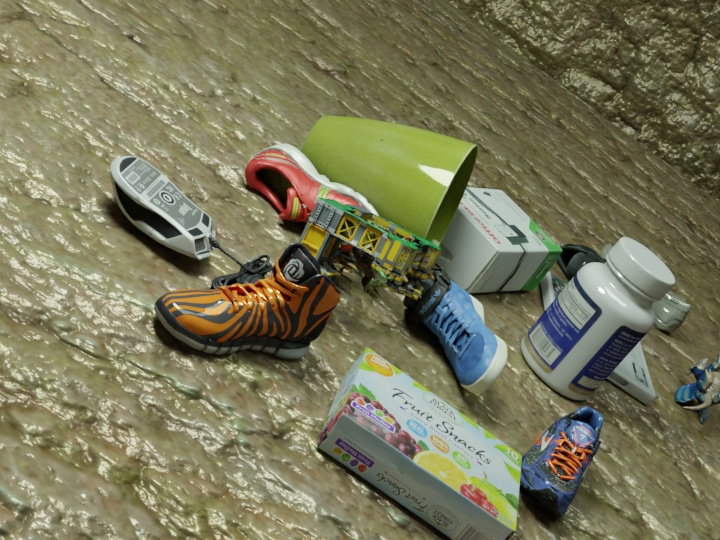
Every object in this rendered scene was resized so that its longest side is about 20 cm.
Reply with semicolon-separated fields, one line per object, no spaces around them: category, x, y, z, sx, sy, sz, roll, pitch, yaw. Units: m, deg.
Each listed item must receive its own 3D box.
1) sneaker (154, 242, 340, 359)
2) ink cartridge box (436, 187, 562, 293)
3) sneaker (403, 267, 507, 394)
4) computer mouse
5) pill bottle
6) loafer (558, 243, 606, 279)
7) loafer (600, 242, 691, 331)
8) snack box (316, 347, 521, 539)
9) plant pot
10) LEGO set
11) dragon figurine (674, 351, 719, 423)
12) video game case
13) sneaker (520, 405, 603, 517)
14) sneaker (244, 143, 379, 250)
sneaker;-0.101;0.020;1.134;0.199;0.112;0.078;8;36;-49
ink cartridge box;0.178;-0.045;1.683;0.147;0.083;0.199;48;26;24
sneaker;0.103;0.063;1.382;0.111;0.077;0.200;35;19;-19
computer mouse;-0.186;-0.040;1.219;0.200;0.044;0.110;41;28;-5
pill bottle;0.313;0.061;1.532;0.119;0.200;0.120;30;24;-15
loafer;0.361;0.006;1.858;0.070;0.069;0.201;15;15;-13
loafer;0.494;0.018;2.028;0.070;0.070;0.200;5;39;-51
snack box;0.063;0.178;1.151;0.199;0.053;0.142;35;22;-5
plant pot;0.023;-0.117;1.513;0.199;0.188;0.187;26;22;9
LEGO set;0.000;0.000;1.309;0.153;0.117;0.200;27;8;5
dragon figurine;0.515;0.187;1.761;0.059;0.100;0.200;40;43;5
video game case;0.349;0.097;1.742;0.181;0.023;0.200;33;25;-11
sneaker;0.225;0.202;1.301;0.075;0.079;0.200;38;23;3
sneaker;-0.061;-0.075;1.437;0.199;0.077;0.085;35;34;13
